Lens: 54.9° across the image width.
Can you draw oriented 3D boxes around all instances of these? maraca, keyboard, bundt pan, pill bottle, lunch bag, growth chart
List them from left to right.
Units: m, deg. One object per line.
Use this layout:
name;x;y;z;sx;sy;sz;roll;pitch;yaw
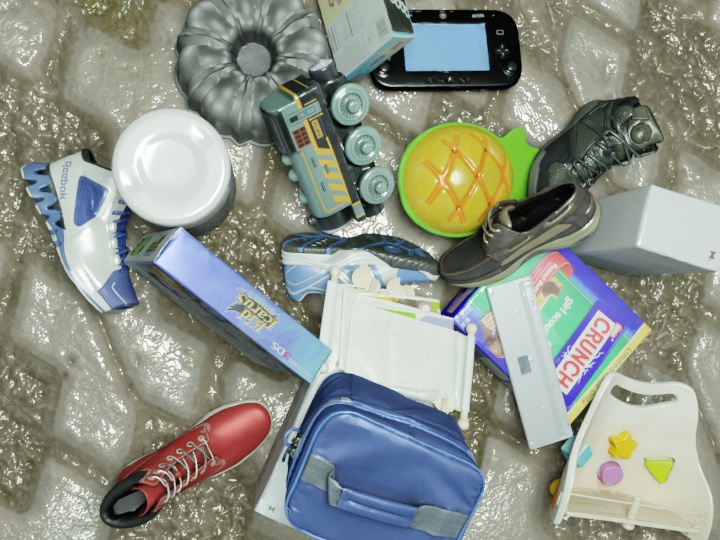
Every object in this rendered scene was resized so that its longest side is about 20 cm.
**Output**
pill bottle;-0.193;-0.095;0.752;0.112;0.200;0.115;0;88;-8
bundt pan;-0.128;-0.254;0.827;0.199;0.076;0.205;0;89;-7
lunch bag;0.015;0.197;0.685;0.198;0.132;0.137;22;97;-9
growth chart;0.044;0.079;0.778;0.198;0.018;0.146;21;62;-9
maraca;0.138;-0.112;0.846;0.198;0.107;0.139;-7;99;-19
keyboard;0.202;0.110;0.824;0.056;0.011;0.202;-16;93;1

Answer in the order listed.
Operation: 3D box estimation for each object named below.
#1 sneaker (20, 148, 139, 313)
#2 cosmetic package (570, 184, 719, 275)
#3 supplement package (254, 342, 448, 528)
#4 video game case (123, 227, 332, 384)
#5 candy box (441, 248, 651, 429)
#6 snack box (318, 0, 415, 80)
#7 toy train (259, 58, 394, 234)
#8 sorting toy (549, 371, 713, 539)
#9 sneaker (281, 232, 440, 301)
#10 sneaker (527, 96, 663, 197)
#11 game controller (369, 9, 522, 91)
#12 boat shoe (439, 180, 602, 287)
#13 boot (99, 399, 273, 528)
sneaker;-0.293;-0.057;0.797;0.114;0.081;0.201;-28;91;-5
cosmetic package;0.326;-0.042;0.821;0.100;0.200;0.072;16;87;-8
supplement package;-0.014;0.203;0.816;0.154;0.111;0.202;25;86;-6
video game case;-0.147;0.036;0.740;0.200;0.181;0.046;42;73;-22
candy box;0.227;0.068;0.867;0.200;0.077;0.169;43;85;-5
snack box;-0.008;-0.343;0.817;0.037;0.116;0.202;-14;87;-35
toy train;-0.036;-0.138;0.806;0.113;0.085;0.201;-28;124;-10
sorting toy;0.330;0.217;0.845;0.198;0.107;0.182;11;100;-10
sneaker;0.000;0.000;0.850;0.197;0.076;0.078;4;111;-8
sneaker;0.285;-0.142;0.838;0.200;0.114;0.076;-47;110;-21
game controller;0.106;-0.278;0.876;0.197;0.042;0.106;-3;89;-8
boat shoe;0.173;-0.049;0.799;0.199;0.075;0.073;-27;131;20
boot;-0.187;0.216;0.775;0.199;0.144;0.073;-29;91;-9
